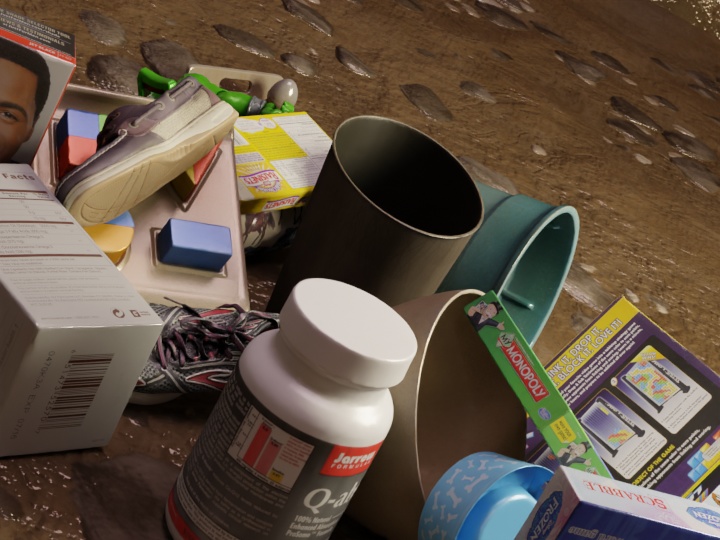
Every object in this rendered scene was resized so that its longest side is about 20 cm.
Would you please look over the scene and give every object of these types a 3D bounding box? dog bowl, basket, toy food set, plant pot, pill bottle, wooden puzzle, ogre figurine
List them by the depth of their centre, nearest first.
[{"bbox_3d":[-0.047,0.113,1.304,0.115,0.201,0.116,23,24,-11],"label":"pill bottle"},{"bbox_3d":[0.111,0.203,1.370,0.049,0.112,0.200,30,-13,43],"label":"dog bowl"},{"bbox_3d":[0.028,0.117,1.440,0.134,0.202,0.200,-2,8,29],"label":"plant pot"},{"bbox_3d":[-0.175,-0.055,1.521,0.184,0.046,0.201,9,62,-27],"label":"wooden puzzle"},{"bbox_3d":[0.000,0.000,1.581,0.135,0.201,0.181,18,28,-16],"label":"basket"},{"bbox_3d":[0.067,-0.010,1.722,0.195,0.201,0.200,29,22,20],"label":"plant pot"},{"bbox_3d":[-0.167,-0.132,1.794,0.120,0.098,0.200,35,67,28],"label":"ogre figurine"},{"bbox_3d":[-0.079,-0.149,1.988,0.143,0.061,0.200,2,35,-48],"label":"toy food set"}]

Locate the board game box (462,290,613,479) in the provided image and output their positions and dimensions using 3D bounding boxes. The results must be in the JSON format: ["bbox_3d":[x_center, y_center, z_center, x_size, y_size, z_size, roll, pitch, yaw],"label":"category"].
[{"bbox_3d":[0.150,0.119,1.417,0.200,0.029,0.135,55,2,-46],"label":"board game box"}]

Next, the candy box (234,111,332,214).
[{"bbox_3d":[-0.082,-0.100,1.721,0.102,0.026,0.200,50,30,19],"label":"candy box"}]

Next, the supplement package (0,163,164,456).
[{"bbox_3d":[-0.256,0.024,1.357,0.117,0.117,0.200,-1,36,-46],"label":"supplement package"}]

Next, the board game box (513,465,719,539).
[{"bbox_3d":[0.175,0.242,1.294,0.199,0.200,0.041,16,26,-25],"label":"board game box"}]

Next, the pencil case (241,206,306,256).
[{"bbox_3d":[-0.126,-0.056,1.716,0.199,0.078,0.090,-6,68,-53],"label":"pencil case"}]

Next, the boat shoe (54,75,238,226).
[{"bbox_3d":[-0.176,-0.097,1.477,0.065,0.072,0.200,45,44,8],"label":"boat shoe"}]

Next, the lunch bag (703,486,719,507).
[{"bbox_3d":[0.254,0.185,1.665,0.199,0.076,0.160,30,21,0],"label":"lunch bag"}]

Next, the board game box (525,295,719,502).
[{"bbox_3d":[0.207,0.144,1.557,0.165,0.200,0.057,41,-16,29],"label":"board game box"}]

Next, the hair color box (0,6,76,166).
[{"bbox_3d":[-0.303,-0.104,1.458,0.101,0.201,0.061,20,24,-19],"label":"hair color box"}]

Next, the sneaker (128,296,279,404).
[{"bbox_3d":[-0.118,0.056,1.455,0.199,0.075,0.081,-1,77,-37],"label":"sneaker"}]
